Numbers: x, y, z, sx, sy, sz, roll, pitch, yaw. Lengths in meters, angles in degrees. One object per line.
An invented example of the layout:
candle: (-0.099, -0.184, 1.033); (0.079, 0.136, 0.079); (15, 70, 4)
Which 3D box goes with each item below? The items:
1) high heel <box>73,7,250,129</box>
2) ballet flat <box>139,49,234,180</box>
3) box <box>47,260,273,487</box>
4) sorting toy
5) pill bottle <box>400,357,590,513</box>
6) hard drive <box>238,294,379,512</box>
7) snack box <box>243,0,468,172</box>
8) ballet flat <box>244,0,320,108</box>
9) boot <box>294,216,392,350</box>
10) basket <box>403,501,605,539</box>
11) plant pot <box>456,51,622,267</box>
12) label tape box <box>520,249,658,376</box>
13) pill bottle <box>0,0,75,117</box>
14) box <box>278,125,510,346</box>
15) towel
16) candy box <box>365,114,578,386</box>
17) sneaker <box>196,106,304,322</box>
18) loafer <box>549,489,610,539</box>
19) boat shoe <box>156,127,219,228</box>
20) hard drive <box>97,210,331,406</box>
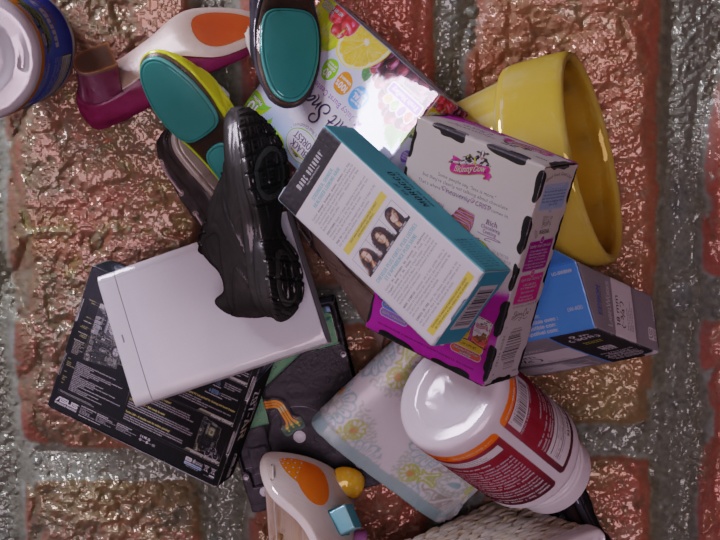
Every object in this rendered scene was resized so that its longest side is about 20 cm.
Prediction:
high heel: (-0.181, -0.197, 1.463); (0.199, 0.096, 0.068); (-12, 59, -8)
ballet flat: (-0.136, -0.136, 1.428); (0.067, 0.067, 0.200); (-26, 112, 34)
box: (-0.197, 0.101, 1.491); (0.199, 0.044, 0.161); (23, 104, 12)
sorting toy: (-0.034, 0.306, 1.465); (0.106, 0.180, 0.201); (-6, 125, -7)
pill bottle: (0.134, 0.155, 1.406); (0.113, 0.113, 0.200); (-41, 134, 9)
hard drive: (-0.068, 0.136, 1.525); (0.139, 0.038, 0.201); (-14, 102, 5)
snack box: (-0.010, -0.147, 1.391); (0.053, 0.200, 0.142); (24, 107, -47)
ballet flat: (-0.077, -0.244, 1.410); (0.073, 0.073, 0.201); (-4, 81, 3)
boot: (0.000, 0.000, 1.466); (0.070, 0.200, 0.146); (-40, 63, -17)
basket: (0.128, 0.351, 1.466); (0.198, 0.161, 0.201); (-16, 107, -33)
plant pot: (0.129, -0.086, 1.402); (0.188, 0.201, 0.201); (-13, 102, 20)
label tape box: (0.168, 0.044, 1.395); (0.144, 0.200, 0.064); (-14, 70, 34)
pill bottle: (-0.326, -0.204, 1.376); (0.112, 0.200, 0.112); (0, 103, 2)
box: (0.026, -0.031, 1.268); (0.200, 0.049, 0.082); (44, 114, 23)
towel: (0.075, 0.146, 1.486); (0.171, 0.048, 0.200); (-45, 121, 8)
candy box: (0.094, -0.020, 1.292); (0.136, 0.061, 0.201); (26, 112, 32)
sneaker: (-0.113, -0.050, 1.376); (0.091, 0.076, 0.201); (-6, 90, 30)
loafer: (0.214, 0.264, 1.529); (0.063, 0.072, 0.200); (-25, 103, 11)
boat shoe: (-0.132, -0.061, 1.482); (0.067, 0.057, 0.200); (-40, 104, -31)
hard drive: (-0.141, 0.037, 1.431); (0.199, 0.027, 0.132); (-19, 84, 9)
